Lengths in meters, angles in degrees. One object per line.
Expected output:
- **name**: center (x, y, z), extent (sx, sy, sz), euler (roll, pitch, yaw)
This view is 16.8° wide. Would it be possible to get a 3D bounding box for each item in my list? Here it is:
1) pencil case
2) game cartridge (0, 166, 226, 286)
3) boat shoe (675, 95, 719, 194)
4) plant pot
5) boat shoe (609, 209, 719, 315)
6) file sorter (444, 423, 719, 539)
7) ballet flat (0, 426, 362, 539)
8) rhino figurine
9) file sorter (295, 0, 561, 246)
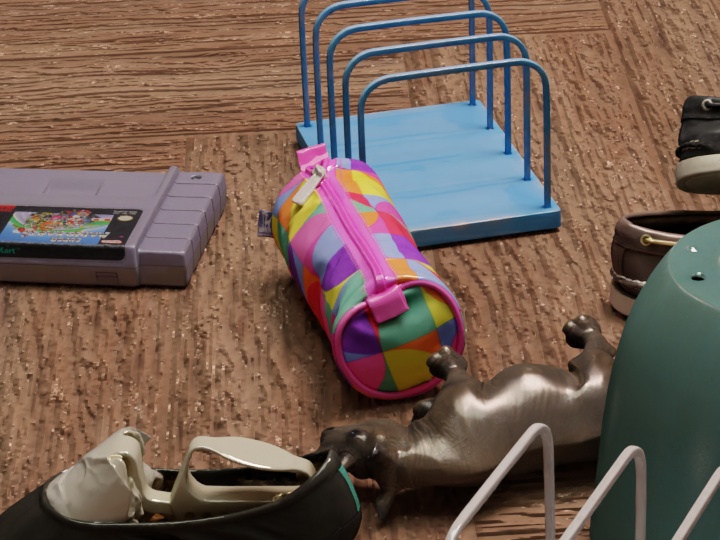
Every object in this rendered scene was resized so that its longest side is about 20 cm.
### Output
- **pencil case**: center (0.000, 0.000, 1.474), extent (0.088, 0.089, 0.200), euler (-9, 28, -13)
- **game cartridge**: center (-0.198, -0.032, 1.612), extent (0.199, 0.039, 0.130), euler (2, 23, 9)
- **boat shoe**: center (0.289, -0.091, 1.484), extent (0.199, 0.066, 0.074), euler (-8, -17, 16)
- **plant pot**: center (0.215, 0.066, 1.234), extent (0.200, 0.162, 0.201), euler (-2, 26, 1)
- **boat shoe**: center (0.251, -0.015, 1.505), extent (0.199, 0.060, 0.072), euler (-6, 26, -7)
- **file sorter**: center (0.147, 0.163, 1.089), extent (0.199, 0.125, 0.139), euler (11, 30, 24)
- **ballet flat**: center (-0.099, 0.115, 1.267), extent (0.199, 0.069, 0.068), euler (-3, 27, 1)
- **rhino figurine**: center (0.060, 0.084, 1.325), extent (0.199, 0.060, 0.087), euler (-15, 34, -18)
- **file sorter**: center (0.041, -0.114, 1.654), extent (0.138, 0.123, 0.200), euler (-7, 26, -11)
